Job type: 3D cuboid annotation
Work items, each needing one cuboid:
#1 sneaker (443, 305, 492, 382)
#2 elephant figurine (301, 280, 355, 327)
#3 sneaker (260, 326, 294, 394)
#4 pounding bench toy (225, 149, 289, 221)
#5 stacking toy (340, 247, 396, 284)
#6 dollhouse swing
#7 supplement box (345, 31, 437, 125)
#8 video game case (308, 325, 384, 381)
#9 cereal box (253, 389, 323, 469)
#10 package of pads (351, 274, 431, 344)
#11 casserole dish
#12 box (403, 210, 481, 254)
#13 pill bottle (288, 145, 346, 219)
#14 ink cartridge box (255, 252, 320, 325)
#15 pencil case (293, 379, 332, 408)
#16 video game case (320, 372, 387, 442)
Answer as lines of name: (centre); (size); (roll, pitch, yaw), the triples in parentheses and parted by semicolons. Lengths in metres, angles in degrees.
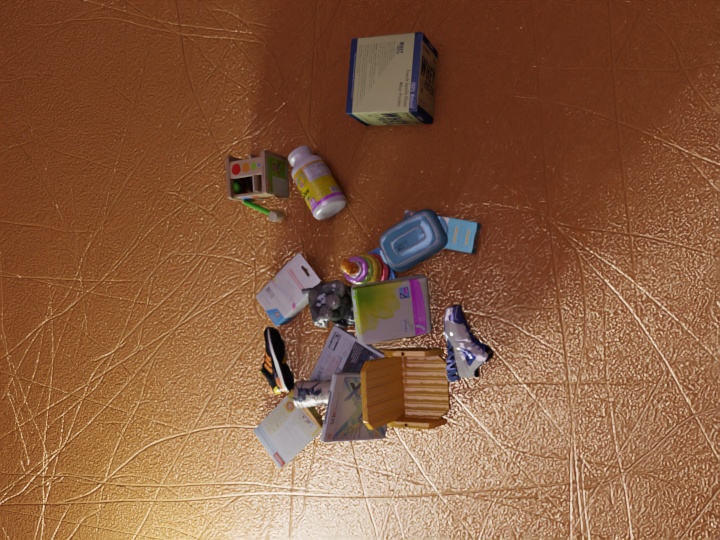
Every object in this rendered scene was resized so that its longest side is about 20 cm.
sneaker: (0.276, 0.185, 1.426); (0.114, 0.080, 0.201); (-3, 95, 21)
elephant figurine: (-0.039, 0.108, 1.548); (0.141, 0.199, 0.156); (-35, 51, 36)
sneaker: (-0.269, 0.271, 1.670); (0.090, 0.070, 0.201); (-20, 83, 20)
pounding bench toy: (-0.310, -0.237, 1.663); (0.155, 0.124, 0.201); (-4, 88, 24)
stacking toy: (0.000, 0.000, 1.477); (0.109, 0.200, 0.117); (-30, 73, 21)
dollhouse swing: (0.118, 0.308, 1.435); (0.181, 0.176, 0.201); (-3, 88, 23)
supplement box: (0.084, -0.497, 1.480); (0.199, 0.134, 0.201); (5, 91, 25)
video game case: (-0.040, 0.285, 1.593); (0.181, 0.023, 0.201); (29, 100, 22)
cereal box: (-0.211, 0.467, 1.659); (0.200, 0.039, 0.144); (-46, 72, 18)
package of pads: (0.081, 0.103, 1.455); (0.199, 0.068, 0.156); (-8, 100, -8)
casserole dish: (0.130, -0.078, 1.455); (0.199, 0.039, 0.122); (-30, 79, 23)
box: (0.208, -0.102, 1.468); (0.199, 0.049, 0.083); (12, 95, 24)
pill bottle: (-0.128, -0.252, 1.592); (0.104, 0.104, 0.201); (-35, 75, 20)
ink cartridge box: (-0.198, 0.053, 1.641); (0.200, 0.068, 0.115); (-44, 74, 18)
pencil case: (-0.094, 0.338, 1.558); (0.199, 0.089, 0.078); (-11, 76, 26)
video game case: (-0.001, 0.362, 1.490); (0.022, 0.199, 0.184); (18, 98, 56)
